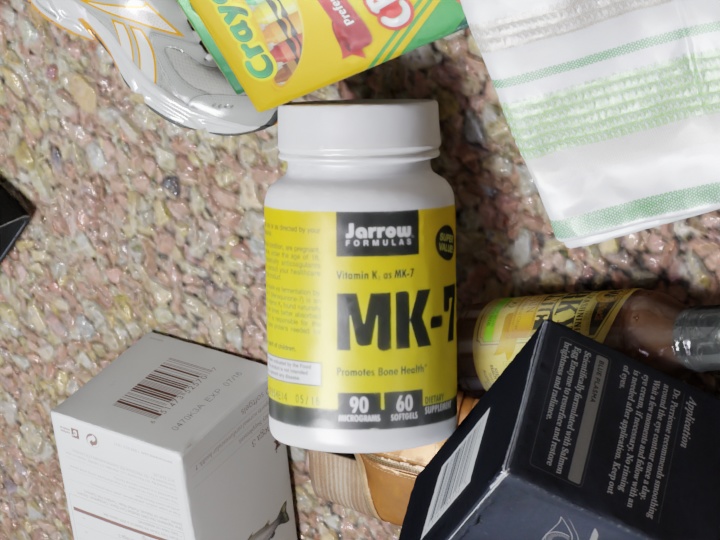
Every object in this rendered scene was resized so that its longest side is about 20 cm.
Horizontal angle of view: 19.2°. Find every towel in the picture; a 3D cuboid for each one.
[{"bbox_3d":[0.138,-0.112,1.132,0.149,0.031,0.200,-15,115,23],"label":"towel"}]

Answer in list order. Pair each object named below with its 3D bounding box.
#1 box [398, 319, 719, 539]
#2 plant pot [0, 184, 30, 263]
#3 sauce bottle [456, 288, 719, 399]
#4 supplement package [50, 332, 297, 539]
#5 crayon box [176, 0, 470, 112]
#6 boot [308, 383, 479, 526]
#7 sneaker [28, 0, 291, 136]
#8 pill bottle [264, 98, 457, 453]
[{"bbox_3d":[0.142,0.158,1.235,0.200,0.118,0.197,25,141,-7],"label":"box"},{"bbox_3d":[-0.395,-0.026,1.528,0.177,0.200,0.200,53,137,10],"label":"plant pot"},{"bbox_3d":[0.148,0.043,1.245,0.200,0.065,0.065,-6,115,38],"label":"sauce bottle"},{"bbox_3d":[-0.125,0.166,1.496,0.117,0.117,0.200,14,127,29],"label":"supplement package"},{"bbox_3d":[-0.028,-0.171,1.196,0.200,0.051,0.127,-21,114,29],"label":"crayon box"},{"bbox_3d":[0.038,0.079,1.355,0.155,0.074,0.200,9,127,27],"label":"boot"},{"bbox_3d":[-0.121,-0.163,1.304,0.200,0.076,0.092,35,130,11],"label":"sneaker"},{"bbox_3d":[0.000,0.000,1.256,0.114,0.114,0.200,4,99,36],"label":"pill bottle"}]
